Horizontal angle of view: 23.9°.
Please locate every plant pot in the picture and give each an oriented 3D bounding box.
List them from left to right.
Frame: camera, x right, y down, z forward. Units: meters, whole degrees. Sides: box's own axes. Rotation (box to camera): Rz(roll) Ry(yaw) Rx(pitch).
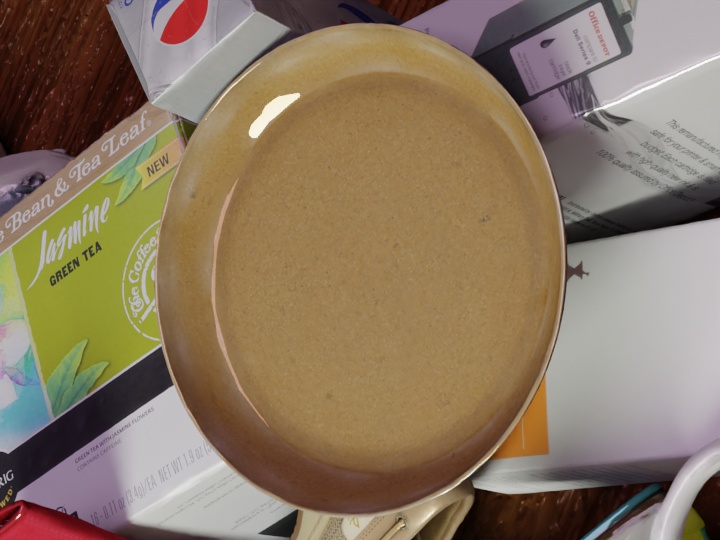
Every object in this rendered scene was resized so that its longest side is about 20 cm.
[{"bbox_3d":[0.000,0.000,0.698,0.200,0.027,0.200,-3,85,34],"label":"plant pot"}]

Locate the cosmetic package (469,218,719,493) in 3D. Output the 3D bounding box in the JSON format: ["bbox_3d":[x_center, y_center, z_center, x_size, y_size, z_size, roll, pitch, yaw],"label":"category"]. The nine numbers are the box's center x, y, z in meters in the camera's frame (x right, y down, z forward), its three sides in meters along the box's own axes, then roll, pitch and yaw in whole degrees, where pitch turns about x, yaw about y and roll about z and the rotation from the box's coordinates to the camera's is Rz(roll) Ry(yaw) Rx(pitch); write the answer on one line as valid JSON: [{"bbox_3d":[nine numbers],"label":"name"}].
[{"bbox_3d":[0.130,0.039,0.743,0.200,0.071,0.102,-11,73,34],"label":"cosmetic package"}]

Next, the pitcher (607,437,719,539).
[{"bbox_3d":[0.144,0.179,0.655,0.171,0.121,0.200,-37,76,16],"label":"pitcher"}]

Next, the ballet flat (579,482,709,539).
[{"bbox_3d":[0.076,0.172,0.759,0.200,0.067,0.067,-38,78,22],"label":"ballet flat"}]

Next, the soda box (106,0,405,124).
[{"bbox_3d":[-0.022,-0.093,0.804,0.068,0.200,0.064,-38,59,22],"label":"soda box"}]

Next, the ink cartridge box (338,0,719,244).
[{"bbox_3d":[0.112,-0.076,0.737,0.200,0.146,0.084,-23,66,29],"label":"ink cartridge box"}]

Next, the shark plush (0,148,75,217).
[{"bbox_3d":[-0.179,-0.032,0.998,0.200,0.083,0.091,-15,24,7],"label":"shark plush"}]

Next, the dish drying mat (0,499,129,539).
[{"bbox_3d":[-0.106,0.159,0.810,0.077,0.200,0.018,-36,43,25],"label":"dish drying mat"}]

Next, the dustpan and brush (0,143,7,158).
[{"bbox_3d":[-0.277,-0.087,1.078,0.139,0.057,0.200,-11,73,34],"label":"dustpan and brush"}]

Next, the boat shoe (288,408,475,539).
[{"bbox_3d":[0.000,0.144,0.772,0.065,0.071,0.200,46,141,28],"label":"boat shoe"}]

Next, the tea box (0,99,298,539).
[{"bbox_3d":[-0.100,0.052,0.869,0.200,0.134,0.197,-35,59,25],"label":"tea box"}]
